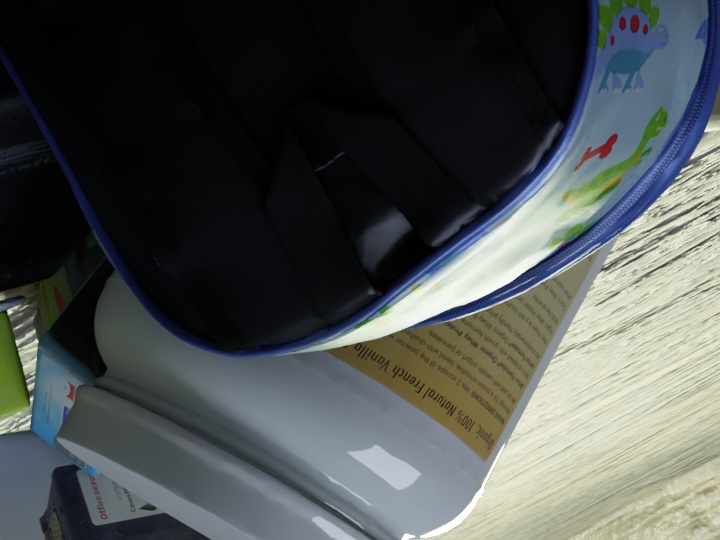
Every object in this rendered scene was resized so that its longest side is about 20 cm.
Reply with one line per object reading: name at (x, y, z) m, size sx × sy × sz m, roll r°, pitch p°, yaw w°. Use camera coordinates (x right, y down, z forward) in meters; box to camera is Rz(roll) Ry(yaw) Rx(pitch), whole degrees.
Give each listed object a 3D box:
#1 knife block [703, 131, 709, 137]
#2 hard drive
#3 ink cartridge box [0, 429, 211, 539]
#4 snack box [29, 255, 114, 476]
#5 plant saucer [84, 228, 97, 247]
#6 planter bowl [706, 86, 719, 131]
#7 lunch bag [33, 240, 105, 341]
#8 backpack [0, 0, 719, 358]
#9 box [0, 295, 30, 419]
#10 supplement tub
knife block at (0.080, -0.028, 0.898) m, size 0.199 × 0.176 × 0.064 m, roll 5°, pitch 159°, yaw -18°
hard drive at (-0.149, -0.035, 0.839) m, size 0.134 × 0.042 × 0.200 m, roll -17°, pitch 165°, yaw -28°
ink cartridge box at (-0.091, 0.118, 0.964) m, size 0.199 × 0.085 × 0.145 m, roll -8°, pitch 160°, yaw -11°
snack box at (-0.054, -0.020, 0.878) m, size 0.200 × 0.037 × 0.116 m, roll -54°, pitch 176°, yaw -20°
plant saucer at (-0.059, -0.075, 0.866) m, size 0.070 × 0.019 × 0.200 m, roll -43°, pitch 177°, yaw -35°
planter bowl at (0.131, -0.134, 0.791) m, size 0.200 × 0.135 × 0.200 m, roll -24°, pitch 165°, yaw -7°
lunch bag at (-0.043, 0.017, 1.039) m, size 0.199 × 0.128 × 0.170 m, roll -10°, pitch 162°, yaw -13°
backpack at (0.000, -0.085, 0.612) m, size 0.183 × 0.201 × 0.147 m, roll -34°, pitch 163°, yaw 27°
box at (-0.218, 0.054, 0.906) m, size 0.122 × 0.048 × 0.200 m, roll -17°, pitch -177°, yaw -32°
supplement tub at (0.000, 0.000, 0.757) m, size 0.200 × 0.144 × 0.144 m, roll -60°, pitch 170°, yaw -11°
